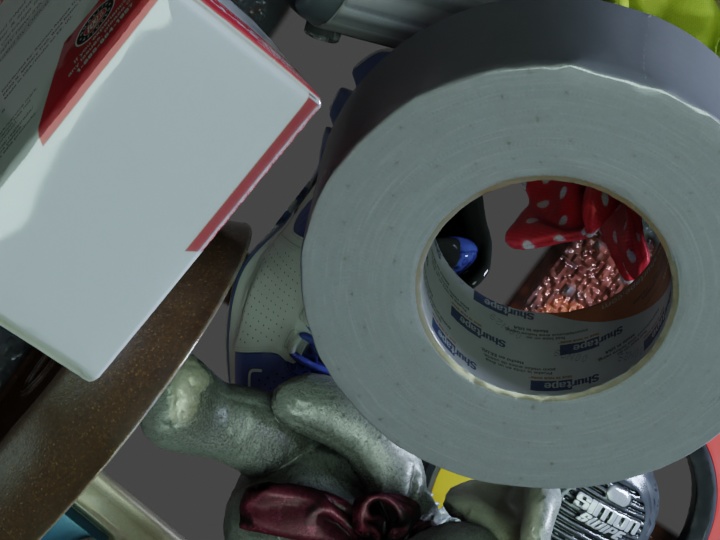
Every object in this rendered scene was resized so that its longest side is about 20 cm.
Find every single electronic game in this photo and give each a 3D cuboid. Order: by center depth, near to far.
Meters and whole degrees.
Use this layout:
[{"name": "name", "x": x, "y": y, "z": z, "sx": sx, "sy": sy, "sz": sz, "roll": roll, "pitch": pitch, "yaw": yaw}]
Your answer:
[{"name": "electronic game", "x": 0.122, "y": 0.128, "z": 0.988, "sx": 0.199, "sy": 0.042, "sz": 0.201, "roll": -5, "pitch": 111, "yaw": -12}]

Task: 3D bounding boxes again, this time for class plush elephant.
[{"name": "plush elephant", "x": 0.004, "y": 0.138, "z": 0.837, "sx": 0.199, "sy": 0.155, "sz": 0.166, "roll": 8, "pitch": 98, "yaw": -36}]

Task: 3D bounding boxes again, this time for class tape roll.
[{"name": "tape roll", "x": 0.077, "y": -0.008, "z": 0.761, "sx": 0.199, "sy": 0.066, "sz": 0.201, "roll": 3, "pitch": 123, "yaw": 5}]

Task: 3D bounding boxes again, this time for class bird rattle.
[{"name": "bird rattle", "x": 0.148, "y": -0.087, "z": 0.853, "sx": 0.112, "sy": 0.200, "sz": 0.164, "roll": 19, "pitch": 65, "yaw": -1}]

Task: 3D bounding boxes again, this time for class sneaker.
[{"name": "sneaker", "x": 0.000, "y": -0.001, "z": 0.869, "sx": 0.080, "sy": 0.115, "sz": 0.200, "roll": 18, "pitch": 105, "yaw": -19}]

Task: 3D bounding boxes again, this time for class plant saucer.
[{"name": "plant saucer", "x": -0.124, "y": 0.048, "z": 0.813, "sx": 0.037, "sy": 0.200, "sz": 0.201, "roll": 39, "pitch": 97, "yaw": -13}]

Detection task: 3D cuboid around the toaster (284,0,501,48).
[{"name": "toaster", "x": 0.051, "y": -0.183, "z": 0.818, "sx": 0.129, "sy": 0.114, "sz": 0.201, "roll": 17, "pitch": 104, "yaw": -24}]

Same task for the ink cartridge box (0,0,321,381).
[{"name": "ink cartridge box", "x": -0.112, "y": -0.067, "z": 0.770, "sx": 0.084, "sy": 0.200, "sz": 0.144, "roll": 37, "pitch": 98, "yaw": -27}]

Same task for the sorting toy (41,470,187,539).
[{"name": "sorting toy", "x": -0.166, "y": 0.193, "z": 0.941, "sx": 0.185, "sy": 0.036, "sz": 0.200, "roll": -46, "pitch": 114, "yaw": 5}]

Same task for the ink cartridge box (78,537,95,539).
[{"name": "ink cartridge box", "x": -0.156, "y": 0.246, "z": 0.898, "sx": 0.115, "sy": 0.067, "sz": 0.201, "roll": -15, "pitch": 103, "yaw": -4}]
